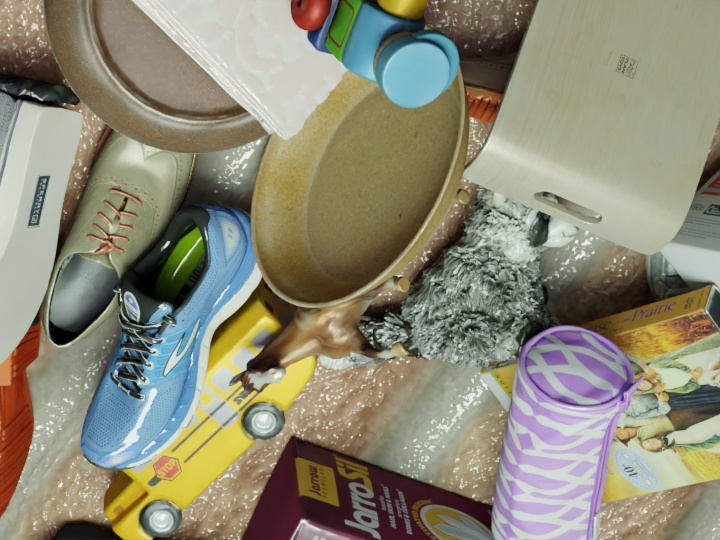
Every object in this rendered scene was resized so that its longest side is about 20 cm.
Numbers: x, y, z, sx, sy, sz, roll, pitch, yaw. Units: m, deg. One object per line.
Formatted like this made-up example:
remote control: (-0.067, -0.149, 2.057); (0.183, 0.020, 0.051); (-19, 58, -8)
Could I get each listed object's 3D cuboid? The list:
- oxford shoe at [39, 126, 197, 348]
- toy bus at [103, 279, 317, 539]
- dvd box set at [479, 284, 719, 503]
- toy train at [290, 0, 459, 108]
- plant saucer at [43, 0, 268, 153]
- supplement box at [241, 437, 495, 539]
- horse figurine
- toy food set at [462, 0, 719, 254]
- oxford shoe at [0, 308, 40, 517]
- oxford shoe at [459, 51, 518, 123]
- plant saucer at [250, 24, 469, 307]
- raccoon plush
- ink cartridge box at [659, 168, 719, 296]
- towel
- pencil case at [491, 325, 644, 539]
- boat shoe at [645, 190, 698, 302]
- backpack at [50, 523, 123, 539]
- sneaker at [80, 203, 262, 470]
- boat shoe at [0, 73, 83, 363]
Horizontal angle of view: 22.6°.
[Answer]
oxford shoe: (-0.161, -0.033, 1.228); (0.070, 0.075, 0.200); (21, 108, -10)
toy bus: (-0.114, 0.105, 1.294); (0.200, 0.065, 0.078); (-44, 109, 12)
dvd box set: (0.202, 0.094, 1.279); (0.200, 0.029, 0.146); (-19, 118, 41)
toy train: (0.039, -0.202, 1.064); (0.085, 0.116, 0.200); (10, 115, -29)
plant saucer: (-0.104, -0.173, 1.172); (0.200, 0.034, 0.201); (-3, 103, -13)
supplement box: (0.024, 0.221, 1.320); (0.200, 0.131, 0.103); (20, 109, -14)
horse figurine: (0.000, 0.000, 1.220); (0.050, 0.200, 0.132); (40, 144, -29)
toy food set: (0.161, -0.127, 1.173); (0.143, 0.060, 0.200); (23, 80, -14)
oxford shoe: (-0.276, 0.100, 1.286); (0.072, 0.071, 0.200); (12, 105, 8)
oxford shoe: (0.132, -0.135, 1.227); (0.200, 0.071, 0.073); (6, 86, -6)
plant saucer: (0.006, -0.066, 1.176); (0.035, 0.200, 0.200); (24, 110, -37)
raccoon plush: (0.056, -0.005, 1.255); (0.200, 0.097, 0.134); (-12, 105, 0)
ink cartridge box: (0.318, -0.041, 1.176); (0.176, 0.200, 0.084); (-44, 109, -10)
towel: (-0.056, -0.214, 1.136); (0.191, 0.032, 0.200); (46, 67, -20)
pencil case: (0.140, 0.130, 1.257); (0.084, 0.085, 0.200); (-39, 147, -32)
boat shoe: (0.251, 0.041, 1.299); (0.074, 0.065, 0.202); (-9, 113, -1)
backpack: (-0.175, 0.314, 1.338); (0.163, 0.154, 0.200); (18, 130, 20)
sneaker: (-0.143, 0.040, 1.223); (0.089, 0.078, 0.200); (25, 91, -59)
boat shoe: (-0.255, -0.039, 1.204); (0.093, 0.075, 0.200); (21, 97, 24)
